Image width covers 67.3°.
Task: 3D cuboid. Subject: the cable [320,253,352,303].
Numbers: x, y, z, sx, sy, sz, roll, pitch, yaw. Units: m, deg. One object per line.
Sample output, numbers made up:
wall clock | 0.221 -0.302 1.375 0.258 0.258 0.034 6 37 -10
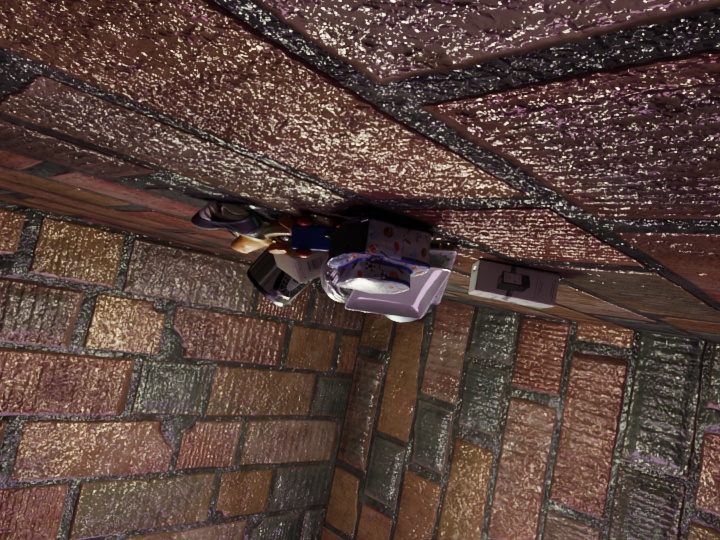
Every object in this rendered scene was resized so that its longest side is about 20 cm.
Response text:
cable | 0.000 0.000 1.318 0.199 0.069 0.200 -22 146 -11

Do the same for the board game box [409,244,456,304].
board game box | 0.104 0.009 1.259 0.199 0.026 0.200 2 141 -5

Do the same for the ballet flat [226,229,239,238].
ballet flat | -0.340 -0.128 1.454 0.067 0.046 0.200 42 170 3

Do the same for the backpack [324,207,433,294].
backpack | 0.044 -0.032 1.063 0.190 0.155 0.200 2 176 -23

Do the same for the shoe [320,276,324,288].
shoe | -0.062 -0.016 1.518 0.091 0.072 0.200 8 -146 -11

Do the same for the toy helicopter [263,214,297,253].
toy helicopter | -0.134 -0.092 1.315 0.199 0.079 0.132 1 168 -8

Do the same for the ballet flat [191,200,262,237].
ballet flat | -0.316 -0.129 1.251 0.199 0.073 0.073 13 177 25

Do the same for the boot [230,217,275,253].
boot | -0.293 -0.086 1.396 0.144 0.071 0.201 -21 165 33

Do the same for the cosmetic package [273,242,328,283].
cosmetic package | -0.155 -0.037 1.427 0.105 0.071 0.200 -22 -158 -21

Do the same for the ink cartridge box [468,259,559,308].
ink cartridge box | 0.387 0.037 1.391 0.199 0.084 0.146 11 175 6

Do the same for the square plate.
square plate | 0.082 0.037 1.250 0.199 0.029 0.198 9 140 -13

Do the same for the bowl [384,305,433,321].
bowl | 0.125 0.041 1.605 0.200 0.201 0.105 9 156 30

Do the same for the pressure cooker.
pressure cooker | -0.231 -0.012 1.680 0.179 0.200 0.176 44 -176 4

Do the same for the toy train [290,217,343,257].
toy train | -0.051 -0.077 1.204 0.199 0.085 0.116 3 -168 -5
